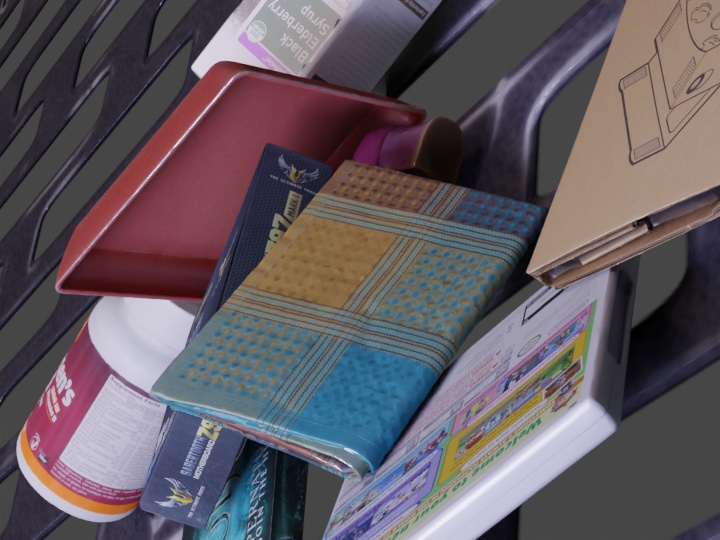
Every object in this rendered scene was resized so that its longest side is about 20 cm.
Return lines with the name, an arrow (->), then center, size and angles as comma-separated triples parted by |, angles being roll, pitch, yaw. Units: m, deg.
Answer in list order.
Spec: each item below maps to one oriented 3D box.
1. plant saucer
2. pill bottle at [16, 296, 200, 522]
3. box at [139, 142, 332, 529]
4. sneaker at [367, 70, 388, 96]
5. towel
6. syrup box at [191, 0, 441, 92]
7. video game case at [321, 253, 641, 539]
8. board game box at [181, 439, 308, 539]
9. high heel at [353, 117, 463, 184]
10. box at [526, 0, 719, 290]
plant saucer -> -0.081, -0.058, 1.191 | 0.200, 0.199, 0.037 | -46, 63, 25
pill bottle -> -0.171, 0.084, 1.387 | 0.201, 0.109, 0.110 | -56, 25, 25
box -> -0.080, 0.043, 1.159 | 0.201, 0.051, 0.159 | 117, 170, -48
sneaker -> -0.050, -0.086, 1.339 | 0.200, 0.075, 0.089 | -37, 48, 48
towel -> -0.003, 0.021, 1.007 | 0.146, 0.022, 0.200 | 16, 52, 32
syrup box -> -0.014, -0.179, 1.238 | 0.079, 0.081, 0.200 | 43, 97, 28
video game case -> 0.053, 0.081, 0.884 | 0.200, 0.022, 0.182 | -42, 11, 25
board game box -> -0.079, 0.165, 1.209 | 0.135, 0.028, 0.201 | -45, 31, 42
high heel -> 0.000, 0.000, 1.125 | 0.096, 0.067, 0.201 | -16, 42, 57
box -> 0.162, -0.097, 0.884 | 0.163, 0.021, 0.201 | -30, 32, 55
